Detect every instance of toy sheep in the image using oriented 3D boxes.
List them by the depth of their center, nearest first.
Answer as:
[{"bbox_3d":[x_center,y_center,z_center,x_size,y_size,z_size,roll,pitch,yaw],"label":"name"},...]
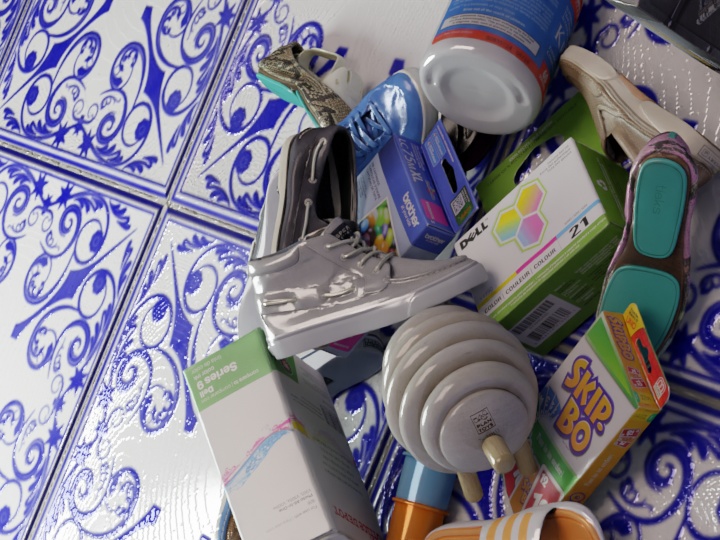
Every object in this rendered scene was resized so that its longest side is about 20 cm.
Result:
[{"bbox_3d":[0.082,0.102,1.555,0.138,0.137,0.200,-57,34,11],"label":"toy sheep"}]

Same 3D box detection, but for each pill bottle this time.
[{"bbox_3d":[0.133,-0.227,1.714,0.112,0.112,0.201,-13,44,46],"label":"pill bottle"}]

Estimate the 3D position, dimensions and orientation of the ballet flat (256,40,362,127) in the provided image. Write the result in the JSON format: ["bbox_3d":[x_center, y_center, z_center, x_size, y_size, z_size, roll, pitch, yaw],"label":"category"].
[{"bbox_3d":[-0.039,-0.183,1.964,0.075,0.068,0.200,-45,38,1],"label":"ballet flat"}]

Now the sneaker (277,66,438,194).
[{"bbox_3d":[-0.010,-0.109,1.796,0.077,0.110,0.200,64,148,14],"label":"sneaker"}]

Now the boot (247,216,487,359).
[{"bbox_3d":[0.000,0.000,1.626,0.198,0.074,0.096,-19,93,15],"label":"boot"}]

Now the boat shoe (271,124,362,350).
[{"bbox_3d":[-0.032,-0.033,1.711,0.062,0.072,0.202,-19,65,41],"label":"boat shoe"}]

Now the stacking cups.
[{"bbox_3d":[0.061,0.181,1.667,0.060,0.060,0.202,5,80,50],"label":"stacking cups"}]

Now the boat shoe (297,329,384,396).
[{"bbox_3d":[-0.065,0.079,1.843,0.201,0.074,0.087,-30,50,32],"label":"boat shoe"}]

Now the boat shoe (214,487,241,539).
[{"bbox_3d":[-0.086,0.222,1.797,0.072,0.072,0.202,-30,50,35],"label":"boat shoe"}]

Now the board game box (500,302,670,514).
[{"bbox_3d":[0.172,0.122,1.541,0.200,0.030,0.096,-55,37,37],"label":"board game box"}]

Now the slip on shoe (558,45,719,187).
[{"bbox_3d":[0.218,-0.120,1.619,0.061,0.076,0.200,-52,47,7],"label":"slip on shoe"}]

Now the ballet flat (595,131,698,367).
[{"bbox_3d":[0.230,-0.015,1.534,0.069,0.071,0.202,14,118,16],"label":"ballet flat"}]

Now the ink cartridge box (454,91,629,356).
[{"bbox_3d":[0.150,-0.054,1.658,0.148,0.075,0.201,-43,45,26],"label":"ink cartridge box"}]

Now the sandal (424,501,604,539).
[{"bbox_3d":[0.110,0.235,1.549,0.206,0.059,0.080,-17,92,48],"label":"sandal"}]

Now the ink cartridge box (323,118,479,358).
[{"bbox_3d":[0.018,-0.032,1.740,0.200,0.042,0.120,-47,42,28],"label":"ink cartridge box"}]

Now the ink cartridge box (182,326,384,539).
[{"bbox_3d":[-0.061,0.171,1.691,0.087,0.145,0.201,-29,62,10],"label":"ink cartridge box"}]

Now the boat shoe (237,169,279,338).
[{"bbox_3d":[-0.080,-0.002,1.914,0.068,0.071,0.202,180,96,-84],"label":"boat shoe"}]

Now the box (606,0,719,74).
[{"bbox_3d":[0.292,-0.268,1.536,0.048,0.158,0.201,30,96,52],"label":"box"}]

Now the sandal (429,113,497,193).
[{"bbox_3d":[0.101,-0.125,1.771,0.048,0.075,0.202,7,81,21],"label":"sandal"}]
